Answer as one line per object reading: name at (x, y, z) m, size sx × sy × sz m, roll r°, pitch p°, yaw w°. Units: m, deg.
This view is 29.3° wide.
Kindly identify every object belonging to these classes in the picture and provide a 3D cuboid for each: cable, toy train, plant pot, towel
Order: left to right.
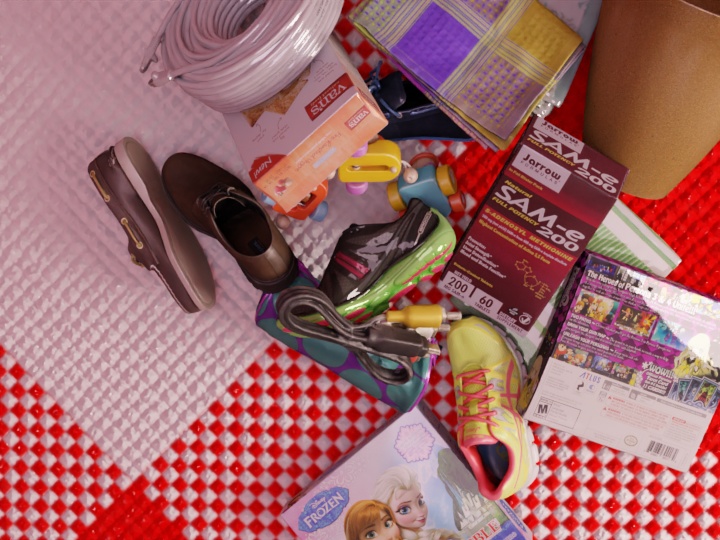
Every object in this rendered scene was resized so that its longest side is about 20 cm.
cable at (-0.106, -0.249, 1.349) m, size 0.198 × 0.069 × 0.202 m, roll 8°, pitch 67°, yaw 42°
cable at (-0.002, 0.058, 1.338) m, size 0.198 × 0.051 × 0.098 m, roll 15°, pitch 130°, yaw -24°
toy train at (0.007, -0.086, 1.399) m, size 0.197 × 0.056 × 0.150 m, roll 16°, pitch 140°, yaw -22°
towel at (0.104, -0.225, 1.311) m, size 0.200 × 0.023 × 0.144 m, roll 42°, pitch 84°, yaw 6°
towel at (0.151, -0.268, 1.352) m, size 0.169 × 0.048 × 0.202 m, roll 25°, pitch 81°, yaw 1°
towel at (0.214, 0.011, 1.434) m, size 0.152 × 0.023 × 0.200 m, roll 43°, pitch 104°, yaw 0°
plant pot at (0.292, -0.178, 1.323) m, size 0.184 × 0.187 × 0.202 m, roll 22°, pitch 115°, yaw 3°

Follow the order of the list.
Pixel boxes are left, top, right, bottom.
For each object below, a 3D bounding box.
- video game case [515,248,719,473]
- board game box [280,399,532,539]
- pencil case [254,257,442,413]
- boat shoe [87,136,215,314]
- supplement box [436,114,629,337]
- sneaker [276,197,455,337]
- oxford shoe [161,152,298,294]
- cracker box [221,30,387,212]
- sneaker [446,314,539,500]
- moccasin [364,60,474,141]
video game case at (0.280, 0.094, 1.404) m, size 0.197 × 0.036 × 0.184 m, roll 18°, pitch 101°, yaw -14°
board game box at (0.049, 0.275, 1.492) m, size 0.200 × 0.041 × 0.200 m, roll -40°, pitch 93°, yaw 12°
pencil case at (-0.013, 0.064, 1.441) m, size 0.198 × 0.085 × 0.093 m, roll 29°, pitch 117°, yaw 1°
boat shoe at (-0.221, -0.040, 1.458) m, size 0.059 × 0.072 × 0.202 m, roll -28°, pitch 92°, yaw 17°
supplement box at (0.166, -0.040, 1.348) m, size 0.108 × 0.061 × 0.201 m, roll 29°, pitch 130°, yaw 2°
sneaker at (0.000, 0.000, 1.371) m, size 0.199 × 0.077 × 0.084 m, roll -32°, pitch 70°, yaw 0°
oxford shoe at (-0.139, -0.068, 1.409) m, size 0.073 × 0.085 × 0.200 m, roll -44°, pitch 62°, yaw -11°
cracker box at (-0.068, -0.171, 1.354) m, size 0.134 × 0.201 × 0.058 m, roll -40°, pitch 134°, yaw 12°
sneaker at (0.131, 0.145, 1.425) m, size 0.077 × 0.090 × 0.203 m, roll -15°, pitch 97°, yaw 31°
moccasin at (0.039, -0.176, 1.393) m, size 0.197 × 0.081 × 0.069 m, roll -3°, pitch 136°, yaw -3°
